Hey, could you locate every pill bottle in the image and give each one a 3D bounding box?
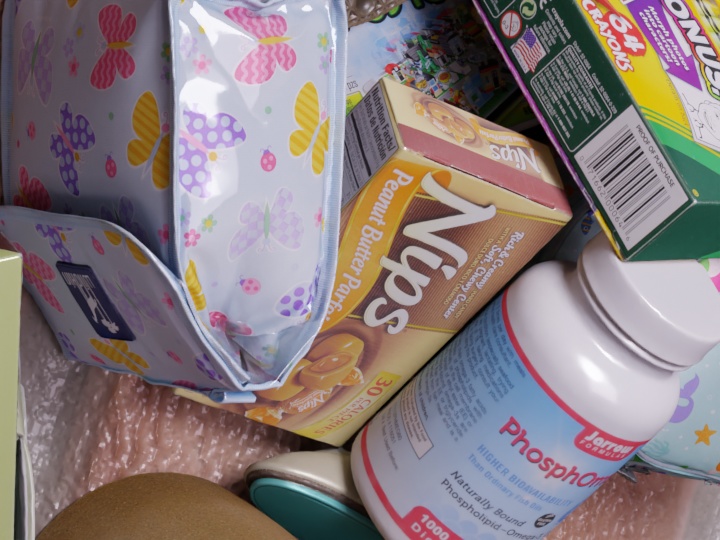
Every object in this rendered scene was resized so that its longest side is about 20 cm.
[{"bbox_3d":[0.094,0.066,1.467,0.108,0.109,0.200,23,125,-35],"label":"pill bottle"}]

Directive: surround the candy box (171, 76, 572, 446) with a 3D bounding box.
[{"bbox_3d":[0.000,0.000,1.451,0.115,0.055,0.200,19,128,-36],"label":"candy box"}]

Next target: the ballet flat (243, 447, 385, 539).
[{"bbox_3d":[0.014,0.137,1.554,0.200,0.069,0.070,40,74,-34],"label":"ballet flat"}]

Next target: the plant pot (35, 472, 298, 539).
[{"bbox_3d":[-0.061,0.212,1.424,0.186,0.200,0.188,-6,100,-33],"label":"plant pot"}]

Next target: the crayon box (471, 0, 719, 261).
[{"bbox_3d":[0.155,-0.102,1.477,0.172,0.058,0.201,-3,58,-51],"label":"crayon box"}]

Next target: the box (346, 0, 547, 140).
[{"bbox_3d":[0.047,-0.112,1.521,0.199,0.035,0.110,-21,79,-31],"label":"box"}]

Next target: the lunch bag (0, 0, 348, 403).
[{"bbox_3d":[-0.097,-0.043,1.378,0.127,0.169,0.201,-5,100,-35],"label":"lunch bag"}]

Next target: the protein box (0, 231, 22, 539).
[{"bbox_3d":[-0.268,0.068,1.257,0.198,0.135,0.201,-13,124,-29],"label":"protein box"}]

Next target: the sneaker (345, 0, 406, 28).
[{"bbox_3d":[0.001,-0.178,1.487,0.199,0.075,0.071,-17,123,-33],"label":"sneaker"}]

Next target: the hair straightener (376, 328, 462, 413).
[{"bbox_3d":[0.029,-0.019,1.547,0.077,0.041,0.201,11,91,-36],"label":"hair straightener"}]

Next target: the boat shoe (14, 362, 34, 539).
[{"bbox_3d":[-0.189,0.074,1.397,0.072,0.062,0.201,-15,106,-32],"label":"boat shoe"}]

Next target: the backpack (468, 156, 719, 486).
[{"bbox_3d":[0.167,0.028,1.583,0.199,0.151,0.178,14,103,-21],"label":"backpack"}]
